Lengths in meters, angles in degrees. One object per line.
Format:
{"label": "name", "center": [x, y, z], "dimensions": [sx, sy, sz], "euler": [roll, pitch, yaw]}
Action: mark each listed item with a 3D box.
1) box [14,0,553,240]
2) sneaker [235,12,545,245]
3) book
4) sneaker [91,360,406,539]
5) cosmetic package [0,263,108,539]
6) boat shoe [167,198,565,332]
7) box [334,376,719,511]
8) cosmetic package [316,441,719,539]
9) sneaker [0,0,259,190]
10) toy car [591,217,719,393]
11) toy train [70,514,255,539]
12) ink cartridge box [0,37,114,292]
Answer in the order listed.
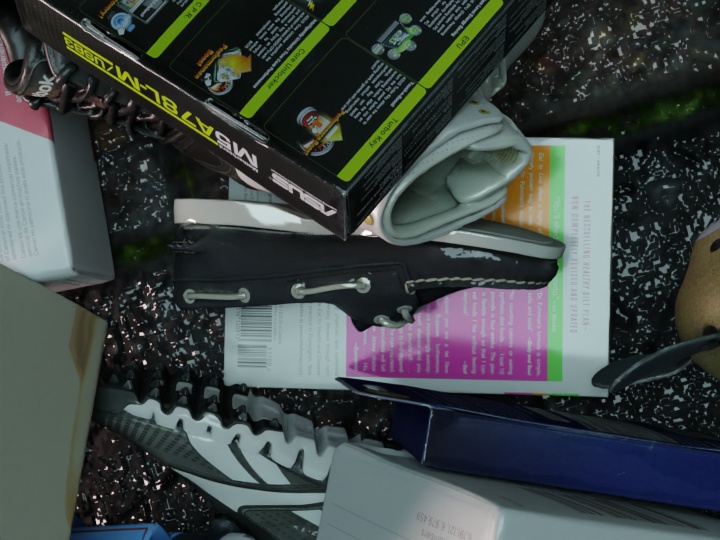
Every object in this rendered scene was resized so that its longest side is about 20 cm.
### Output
{"label": "box", "center": [-0.023, -0.140, 0.817], "dimensions": [0.193, 0.048, 0.200], "euler": [33, 67, 15]}
{"label": "sneaker", "center": [0.049, -0.077, 0.869], "dimensions": [0.116, 0.074, 0.200], "euler": [28, 52, 35]}
{"label": "book", "center": [0.030, -0.003, 0.934], "dimensions": [0.200, 0.048, 0.134], "euler": [2, 89, 9]}
{"label": "sneaker", "center": [-0.052, 0.111, 0.917], "dimensions": [0.200, 0.066, 0.091], "euler": [18, 102, -7]}
{"label": "cosmetic package", "center": [-0.184, 0.103, 0.848], "dimensions": [0.071, 0.200, 0.105], "euler": [30, 126, -22]}
{"label": "boat shoe", "center": [0.000, 0.000, 0.884], "dimensions": [0.200, 0.074, 0.060], "euler": [5, 93, 12]}
{"label": "box", "center": [0.087, 0.083, 0.864], "dimensions": [0.200, 0.121, 0.032], "euler": [10, 89, -6]}
{"label": "cosmetic package", "center": [0.073, 0.199, 0.830], "dimensions": [0.167, 0.166, 0.200], "euler": [12, 89, -27]}
{"label": "sneaker", "center": [-0.117, -0.099, 0.882], "dimensions": [0.200, 0.071, 0.098], "euler": [43, 62, -11]}
{"label": "toy car", "center": [0.190, -0.008, 0.849], "dimensions": [0.200, 0.164, 0.158], "euler": [-36, 84, 2]}
{"label": "toy train", "center": [-0.131, 0.174, 0.884], "dimensions": [0.200, 0.087, 0.114], "euler": [-8, 45, 28]}
{"label": "ink cartridge box", "center": [-0.245, -0.048, 0.948], "dimensions": [0.200, 0.083, 0.145], "euler": [-10, 86, 7]}
